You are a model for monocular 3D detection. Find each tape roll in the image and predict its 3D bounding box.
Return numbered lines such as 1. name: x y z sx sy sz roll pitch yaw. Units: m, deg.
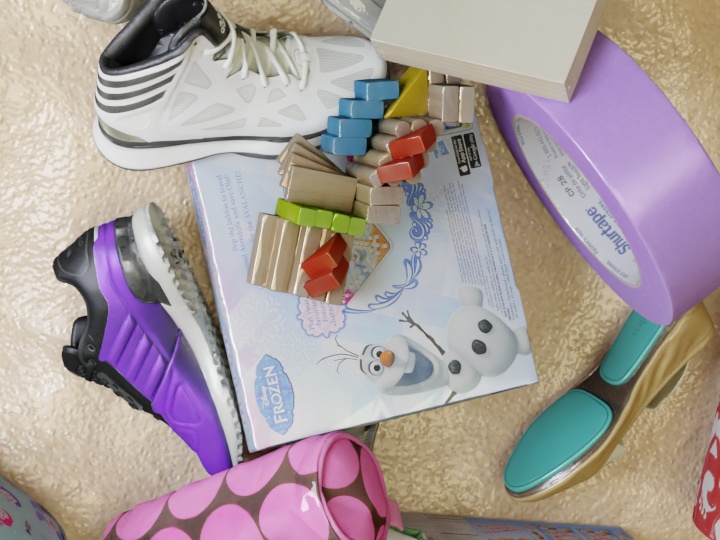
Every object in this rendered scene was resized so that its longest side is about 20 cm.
1. tape roll: 0.166 -0.063 1.178 0.065 0.200 0.201 -36 110 -6

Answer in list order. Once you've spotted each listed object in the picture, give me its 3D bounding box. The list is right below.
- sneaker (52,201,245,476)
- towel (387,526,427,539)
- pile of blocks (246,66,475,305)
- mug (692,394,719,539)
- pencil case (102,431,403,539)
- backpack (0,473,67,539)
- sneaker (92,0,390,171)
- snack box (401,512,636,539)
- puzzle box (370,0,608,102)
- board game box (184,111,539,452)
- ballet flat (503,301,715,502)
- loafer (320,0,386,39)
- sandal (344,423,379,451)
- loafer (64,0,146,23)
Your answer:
1. sneaker: -0.144 0.057 1.194 0.099 0.070 0.202 -19 112 4
2. towel: -0.034 0.255 1.247 0.151 0.023 0.202 17 105 17
3. pile of blocks: 0.002 -0.065 1.130 0.082 0.062 0.201 36 85 -23
4. mug: 0.339 0.108 1.309 0.176 0.133 0.202 10 103 -16
5. pencil case: -0.074 0.176 1.188 0.093 0.199 0.092 23 53 -52
6. backpack: -0.263 0.204 1.134 0.150 0.178 0.200 -38 114 1
7. sneaker: -0.070 -0.128 1.128 0.199 0.116 0.076 -14 62 -14
8. snack box: 0.112 0.200 1.294 0.198 0.072 0.025 6 100 -17
9. puzzle box: 0.103 -0.209 1.137 0.132 0.025 0.201 16 70 22
10. board game box: 0.000 0.000 1.196 0.197 0.043 0.202 -12 86 -14
11. ballet flat: 0.186 0.098 1.296 0.200 0.069 0.063 -50 124 1
12. loafer: -0.012 -0.208 1.162 0.199 0.070 0.070 37 100 -20
13. sandal: -0.020 0.086 1.237 0.081 0.055 0.202 1 100 -16
14. loafer: -0.141 -0.254 1.106 0.069 0.070 0.202 23 97 12
